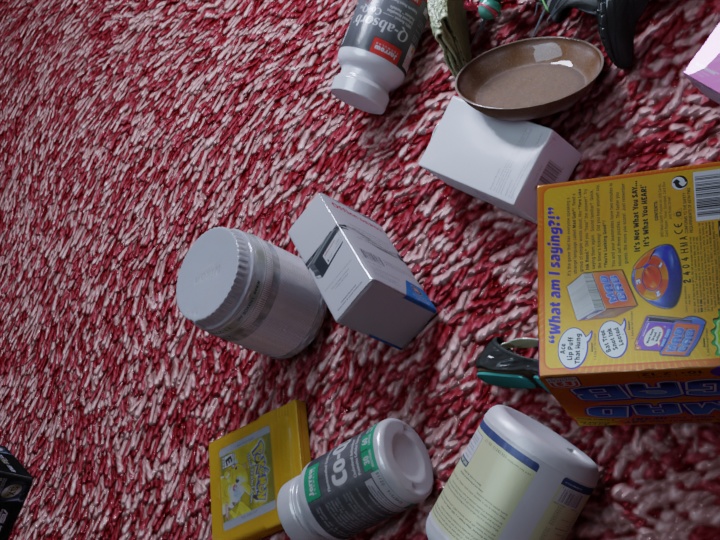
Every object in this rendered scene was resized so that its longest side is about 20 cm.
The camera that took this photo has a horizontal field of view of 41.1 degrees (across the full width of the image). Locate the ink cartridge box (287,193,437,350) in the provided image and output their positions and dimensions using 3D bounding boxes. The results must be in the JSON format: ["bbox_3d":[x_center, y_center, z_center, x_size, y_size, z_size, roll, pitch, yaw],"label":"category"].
[{"bbox_3d":[0.000,0.000,1.362,0.084,0.144,0.201,-48,45,17],"label":"ink cartridge box"}]

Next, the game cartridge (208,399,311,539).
[{"bbox_3d":[-0.153,0.312,1.452,0.199,0.032,0.179,-31,52,32],"label":"game cartridge"}]

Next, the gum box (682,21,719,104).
[{"bbox_3d":[0.470,-0.213,1.052,0.114,0.066,0.200,-54,44,13],"label":"gum box"}]

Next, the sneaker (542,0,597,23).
[{"bbox_3d":[0.337,-0.374,1.270,0.197,0.076,0.085,-3,104,37],"label":"sneaker"}]

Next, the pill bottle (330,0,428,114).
[{"bbox_3d":[0.031,-0.360,1.520,0.115,0.115,0.203,16,83,47],"label":"pill bottle"}]

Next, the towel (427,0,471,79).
[{"bbox_3d":[0.127,-0.378,1.404,0.036,0.149,0.203,-11,57,16],"label":"towel"}]

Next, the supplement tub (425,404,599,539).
[{"bbox_3d":[0.161,0.271,1.077,0.144,0.144,0.202,34,96,47],"label":"supplement tub"}]

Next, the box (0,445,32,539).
[{"bbox_3d":[-0.768,0.472,1.945,0.163,0.086,0.203,21,86,47],"label":"box"}]

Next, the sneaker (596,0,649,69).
[{"bbox_3d":[0.336,-0.352,1.194,0.089,0.203,0.076,-4,28,11],"label":"sneaker"}]

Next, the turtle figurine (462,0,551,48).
[{"bbox_3d":[0.221,-0.416,1.378,0.149,0.100,0.202,23,83,47],"label":"turtle figurine"}]

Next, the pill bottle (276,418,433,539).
[{"bbox_3d":[-0.010,0.285,1.262,0.199,0.112,0.115,-34,50,28],"label":"pill bottle"}]

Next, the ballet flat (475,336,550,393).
[{"bbox_3d":[0.220,0.116,1.150,0.198,0.068,0.069,13,72,46],"label":"ballet flat"}]

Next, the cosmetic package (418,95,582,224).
[{"bbox_3d":[0.184,-0.151,1.299,0.199,0.081,0.114,33,95,48],"label":"cosmetic package"}]

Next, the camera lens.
[{"bbox_3d":[-0.160,0.037,1.462,0.158,0.199,0.163,-21,57,36],"label":"camera lens"}]

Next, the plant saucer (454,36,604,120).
[{"bbox_3d":[0.225,-0.251,1.278,0.197,0.037,0.202,-11,35,7],"label":"plant saucer"}]

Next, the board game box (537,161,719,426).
[{"bbox_3d":[0.297,0.034,0.975,0.196,0.200,0.204,-5,67,23],"label":"board game box"}]
